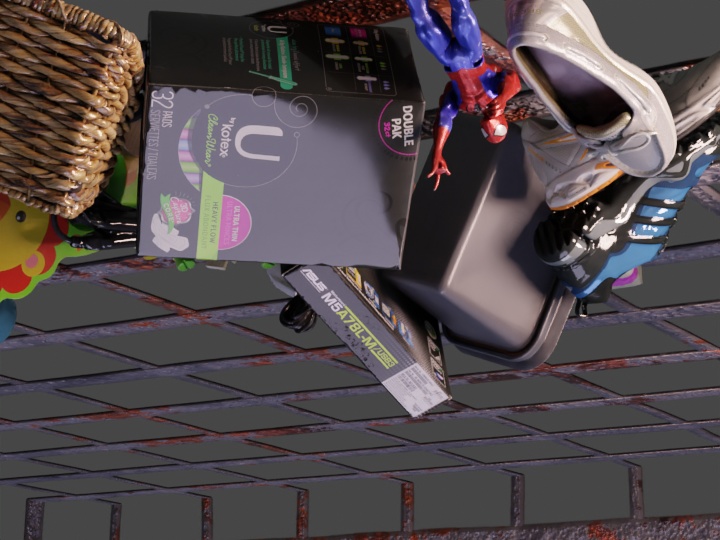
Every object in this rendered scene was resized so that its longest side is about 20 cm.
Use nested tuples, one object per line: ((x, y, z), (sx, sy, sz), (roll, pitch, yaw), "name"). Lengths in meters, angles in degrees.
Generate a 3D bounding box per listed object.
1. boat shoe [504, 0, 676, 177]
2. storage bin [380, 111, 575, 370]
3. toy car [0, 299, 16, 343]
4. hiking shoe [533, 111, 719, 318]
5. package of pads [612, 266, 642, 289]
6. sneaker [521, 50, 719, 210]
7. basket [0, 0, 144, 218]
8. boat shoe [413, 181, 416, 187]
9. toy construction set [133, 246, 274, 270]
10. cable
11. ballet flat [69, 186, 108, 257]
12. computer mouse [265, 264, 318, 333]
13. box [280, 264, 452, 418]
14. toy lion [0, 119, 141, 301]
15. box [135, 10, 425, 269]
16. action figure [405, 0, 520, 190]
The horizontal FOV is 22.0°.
((0.166, -0.127, 1.353), (0.074, 0.065, 0.202), (-12, 138, 32), "boat shoe")
((0.104, -0.039, 1.586), (0.145, 0.201, 0.134), (15, 169, 47), "storage bin")
((-0.313, -0.050, 1.634), (0.199, 0.178, 0.184), (-16, 149, 15), "toy car")
((0.236, -0.055, 1.552), (0.087, 0.200, 0.074), (55, 175, -33), "hiking shoe")
((0.187, -0.029, 1.841), (0.154, 0.069, 0.200), (-5, 163, 17), "package of pads")
((0.208, -0.130, 1.457), (0.200, 0.092, 0.076), (-33, 179, 27), "sneaker")
((-0.254, -0.149, 1.312), (0.199, 0.150, 0.143), (20, -162, 1), "basket")
((0.025, -0.043, 1.788), (0.073, 0.075, 0.200), (-4, 163, 16), "boat shoe")
((-0.131, -0.038, 1.776), (0.131, 0.092, 0.200), (-27, 168, 8), "toy construction set")
((-0.156, -0.097, 1.485), (0.199, 0.164, 0.051), (-7, -152, -38), "cable")
((-0.190, -0.090, 1.593), (0.200, 0.068, 0.068), (-32, 164, -19), "ballet flat")
((-0.063, -0.008, 1.841), (0.044, 0.110, 0.200), (29, -178, -18), "computer mouse")
((0.000, 0.000, 1.593), (0.047, 0.194, 0.200), (-29, 123, 19), "box")
((-0.268, -0.063, 1.479), (0.199, 0.193, 0.069), (13, -178, -40), "toy lion")
((-0.063, -0.097, 1.373), (0.199, 0.125, 0.149), (3, 123, -9), "box")
((0.063, -0.135, 1.263), (0.065, 0.099, 0.200), (-8, 145, 21), "action figure")
